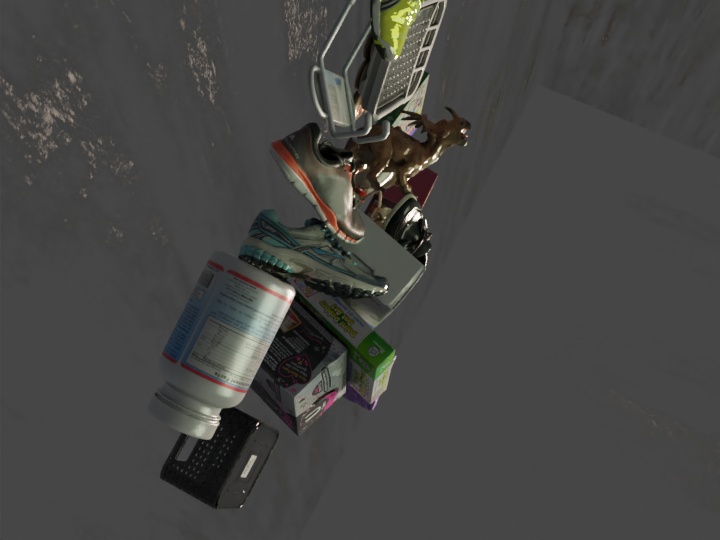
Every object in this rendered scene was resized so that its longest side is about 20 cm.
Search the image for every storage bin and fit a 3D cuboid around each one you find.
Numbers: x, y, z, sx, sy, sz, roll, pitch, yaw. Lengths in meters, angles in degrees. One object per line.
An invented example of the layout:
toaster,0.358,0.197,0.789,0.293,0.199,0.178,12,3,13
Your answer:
storage bin,-0.204,0.275,1.233,0.135,0.094,0.200,-62,170,-13

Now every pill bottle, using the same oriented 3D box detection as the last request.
pill bottle,-0.165,0.087,0.952,0.200,0.109,0.109,-63,169,-4

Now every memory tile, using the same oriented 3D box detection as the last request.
memory tile,0.037,-0.316,1.254,0.200,0.017,0.153,-49,160,-55

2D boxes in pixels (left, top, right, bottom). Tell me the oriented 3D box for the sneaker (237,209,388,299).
sneaker,-0.050,-0.022,1.053,0.078,0.200,0.086,158,-51,-69

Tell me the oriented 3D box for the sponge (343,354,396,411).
sponge,-0.046,0.152,1.425,0.030,0.200,0.112,-42,155,-59

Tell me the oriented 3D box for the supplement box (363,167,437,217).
supplement box,0.055,-0.106,1.516,0.110,0.086,0.200,-62,-178,-33

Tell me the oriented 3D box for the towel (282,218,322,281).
towel,-0.097,-0.005,1.306,0.200,0.023,0.144,-50,164,-49

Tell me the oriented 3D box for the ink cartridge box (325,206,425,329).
ink cartridge box,0.000,0.000,1.206,0.085,0.145,0.200,-49,178,-14

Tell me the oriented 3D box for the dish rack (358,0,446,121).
dish rack,0.057,-0.317,1.191,0.200,0.044,0.172,-47,161,-58

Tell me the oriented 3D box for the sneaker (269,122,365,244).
sneaker,-0.030,-0.107,1.027,0.082,0.077,0.200,-38,140,4

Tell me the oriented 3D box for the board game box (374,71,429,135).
board game box,0.062,-0.254,1.484,0.200,0.029,0.135,-57,166,-35

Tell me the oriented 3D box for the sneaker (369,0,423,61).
sneaker,0.062,-0.360,1.022,0.075,0.076,0.200,-28,129,-75

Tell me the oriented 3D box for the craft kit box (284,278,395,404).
craft kit box,-0.035,0.102,1.277,0.049,0.197,0.200,-44,164,-19

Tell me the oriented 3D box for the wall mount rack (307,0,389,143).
wall mount rack,-0.010,-0.253,1.046,0.200,0.074,0.174,-23,106,-76

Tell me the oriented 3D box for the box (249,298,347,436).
box,-0.103,0.154,1.281,0.115,0.132,0.200,-41,161,-19

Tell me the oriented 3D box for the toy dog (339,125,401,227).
toy dog,0.023,-0.157,1.282,0.200,0.132,0.096,-84,-166,-44

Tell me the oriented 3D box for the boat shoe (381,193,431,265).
boat shoe,0.074,-0.044,1.203,0.074,0.066,0.199,-42,164,-18

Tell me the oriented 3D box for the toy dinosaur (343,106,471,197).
toy dinosaur,0.047,-0.179,1.188,0.086,0.200,0.136,-160,-103,-69
